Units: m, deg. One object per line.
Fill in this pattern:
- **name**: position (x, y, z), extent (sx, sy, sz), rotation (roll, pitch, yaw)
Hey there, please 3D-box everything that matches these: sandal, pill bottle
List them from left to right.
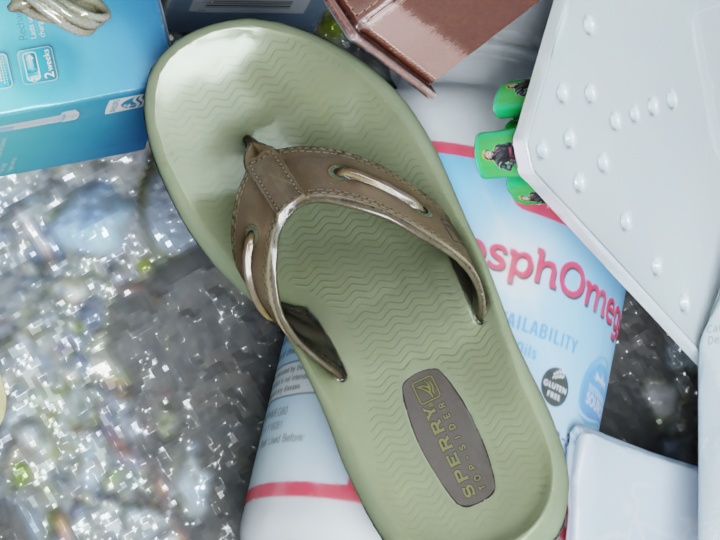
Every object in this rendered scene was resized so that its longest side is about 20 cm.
- **sandal**: position (0.001, 0.000, 0.823), extent (0.080, 0.057, 0.201), rotation (-32, 68, 0)
- **pill bottle**: position (0.033, 0.010, 0.903), extent (0.108, 0.109, 0.201), rotation (15, 74, -9)

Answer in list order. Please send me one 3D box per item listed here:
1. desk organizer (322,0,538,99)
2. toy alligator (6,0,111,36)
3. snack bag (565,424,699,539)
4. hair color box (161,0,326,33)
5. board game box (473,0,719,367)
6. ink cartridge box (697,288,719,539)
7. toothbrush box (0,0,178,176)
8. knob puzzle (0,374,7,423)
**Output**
- **desk organizer**: position (-0.012, -0.158, 0.822), extent (0.077, 0.072, 0.200), rotation (-37, 69, 10)
- **toy alligator**: position (-0.176, -0.099, 0.825), extent (0.200, 0.059, 0.054), rotation (26, 115, -6)
- **snack bag**: position (0.116, 0.159, 0.886), extent (0.188, 0.021, 0.201), rotation (18, 69, -43)
- **hair color box**: position (-0.039, -0.192, 0.940), extent (0.060, 0.099, 0.201), rotation (0, 77, -12)
- **board game box**: position (0.117, -0.065, 0.908), extent (0.200, 0.026, 0.200), rotation (44, 53, -41)
- **ink cartridge box**: position (0.167, 0.021, 0.918), extent (0.162, 0.050, 0.201), rotation (26, 56, -48)
- **toothbrush box**: position (-0.175, -0.100, 0.894), extent (0.199, 0.085, 0.147), rotation (-12, 79, -16)
- **knob puzzle**: position (-0.202, 0.019, 0.793), extent (0.219, 0.030, 0.220), rotation (11, 59, -19)
